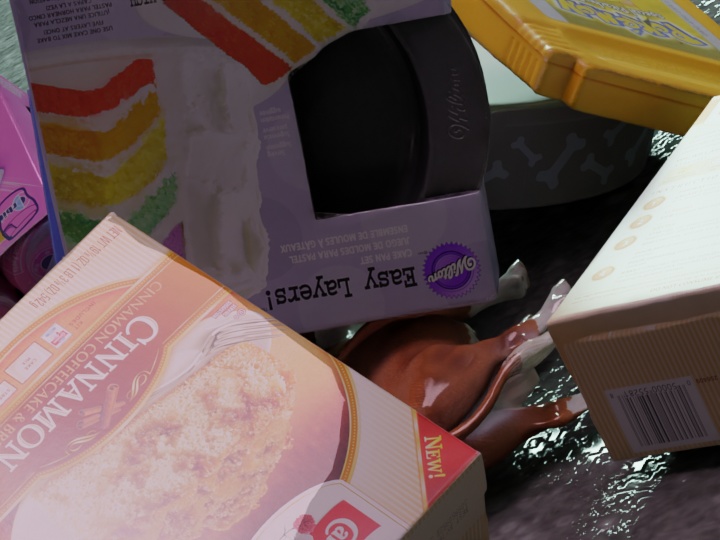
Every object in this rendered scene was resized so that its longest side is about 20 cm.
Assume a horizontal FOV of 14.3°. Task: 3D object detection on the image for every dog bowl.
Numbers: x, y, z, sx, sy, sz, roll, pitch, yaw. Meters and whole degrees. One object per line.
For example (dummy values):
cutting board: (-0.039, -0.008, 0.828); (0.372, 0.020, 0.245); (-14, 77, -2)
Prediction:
dog bowl: (0.065, -0.085, 1.519); (0.199, 0.059, 0.200); (-1, 18, 0)

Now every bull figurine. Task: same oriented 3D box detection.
bull figurine: (0.036, 0.044, 1.314); (0.121, 0.065, 0.200); (-26, 21, -10)

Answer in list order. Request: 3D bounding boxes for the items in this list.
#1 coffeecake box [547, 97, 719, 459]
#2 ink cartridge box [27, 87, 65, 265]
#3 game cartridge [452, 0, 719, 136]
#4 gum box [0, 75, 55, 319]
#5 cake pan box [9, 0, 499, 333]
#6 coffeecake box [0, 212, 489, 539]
coffeecake box: (0.193, -0.013, 1.218); (0.153, 0.073, 0.200); (-13, 24, 36)
ink cartridge box: (-0.047, -0.045, 1.328); (0.199, 0.120, 0.042); (-9, 12, -3)
game cartridge: (0.122, -0.120, 1.432); (0.176, 0.033, 0.200); (10, 21, -32)
gum box: (-0.206, 0.007, 1.398); (0.200, 0.066, 0.114); (-43, 45, 11)
cake pan box: (-0.041, -0.063, 1.270); (0.199, 0.185, 0.052); (-8, 16, 5)
coffeecake box: (-0.073, 0.092, 1.144); (0.200, 0.073, 0.154); (32, 63, 26)
